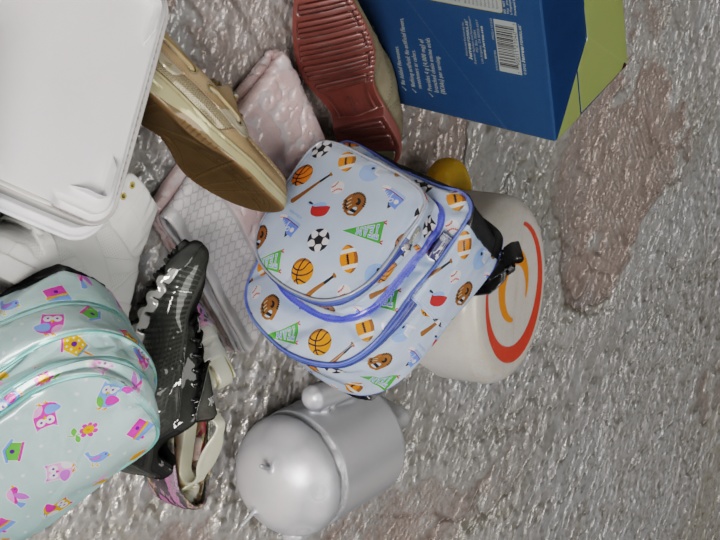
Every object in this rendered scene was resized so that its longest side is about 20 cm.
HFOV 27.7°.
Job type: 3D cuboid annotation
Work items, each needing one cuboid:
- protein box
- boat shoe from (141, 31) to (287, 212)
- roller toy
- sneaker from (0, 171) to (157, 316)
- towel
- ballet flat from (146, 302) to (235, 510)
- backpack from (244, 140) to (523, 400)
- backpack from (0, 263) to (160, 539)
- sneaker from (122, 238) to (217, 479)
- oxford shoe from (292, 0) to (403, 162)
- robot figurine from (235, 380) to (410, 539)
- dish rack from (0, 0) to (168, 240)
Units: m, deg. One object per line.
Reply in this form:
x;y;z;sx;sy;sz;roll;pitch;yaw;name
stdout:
0.111;-0.249;1.292;0.135;0.199;0.200;-44;138;-35;protein box
-0.117;-0.117;1.116;0.200;0.071;0.065;44;59;-38;boat shoe
0.087;0.011;1.432;0.183;0.139;0.201;-53;139;-43;roller toy
-0.217;-0.036;1.040;0.200;0.073;0.117;26;80;-65;sneaker
-0.086;-0.054;1.250;0.192;0.032;0.201;-55;144;-25;towel
-0.139;0.106;1.210;0.069;0.071;0.202;-18;119;-50;ballet flat
0.000;0.000;1.216;0.154;0.199;0.191;32;87;-49;backpack
-0.230;0.096;0.972;0.199;0.127;0.167;-34;145;2;backpack
-0.145;0.076;1.143;0.066;0.090;0.201;-79;-167;-80;sneaker
-0.010;-0.185;1.287;0.075;0.070;0.201;-77;156;-45;oxford shoe
-0.037;0.174;1.351;0.199;0.112;0.171;-21;125;-50;robot figurine
-0.204;-0.135;0.968;0.171;0.043;0.202;26;72;-42;dish rack
